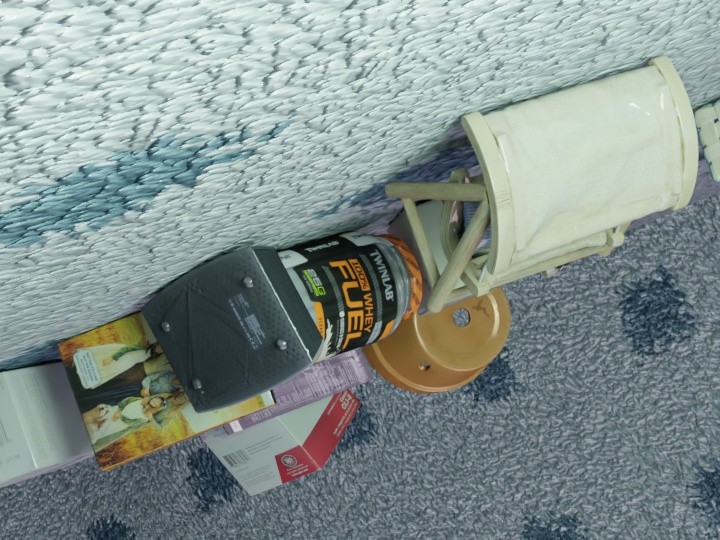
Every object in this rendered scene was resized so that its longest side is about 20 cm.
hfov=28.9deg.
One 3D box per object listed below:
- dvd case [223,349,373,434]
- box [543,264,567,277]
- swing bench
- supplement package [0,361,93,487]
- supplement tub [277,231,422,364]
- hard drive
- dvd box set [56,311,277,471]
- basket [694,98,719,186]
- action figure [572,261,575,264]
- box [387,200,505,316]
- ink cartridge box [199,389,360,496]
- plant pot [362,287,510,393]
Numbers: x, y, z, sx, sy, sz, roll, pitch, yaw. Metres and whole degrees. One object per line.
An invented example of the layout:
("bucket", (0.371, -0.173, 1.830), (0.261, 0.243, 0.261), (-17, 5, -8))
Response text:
("dvd case", (-0.099, 0.114, 1.718), (0.199, 0.149, 0.016), (-22, -143, 2))
("box", (0.289, -0.077, 1.677), (0.200, 0.050, 0.075), (-37, 156, -2))
("swing bench", (0.156, -0.069, 1.175), (0.198, 0.130, 0.200), (-18, 174, -22))
("supplement package", (-0.387, 0.180, 1.630), (0.117, 0.118, 0.200), (-23, 175, 19))
("supplement tub", (-0.040, 0.030, 1.440), (0.200, 0.123, 0.122), (-18, 174, -37))
("hard drive", (-0.122, 0.055, 1.341), (0.042, 0.135, 0.200), (-30, -178, -43))
("dvd box set", (-0.205, 0.110, 1.483), (0.199, 0.147, 0.029), (-20, 173, 1))
("basket", (0.479, -0.144, 1.598), (0.176, 0.140, 0.200), (-26, 163, 34))
("action figure", (0.274, -0.068, 1.861), (0.200, 0.069, 0.130), (-12, -144, 55))
("box", (0.146, -0.039, 1.536), (0.199, 0.109, 0.128), (-20, 175, -12))
("ink cartridge box", (-0.133, 0.167, 1.864), (0.145, 0.200, 0.145), (-25, -160, 39))
("plant pot", (0.109, 0.064, 1.847), (0.199, 0.201, 0.140), (-19, -178, -17))
